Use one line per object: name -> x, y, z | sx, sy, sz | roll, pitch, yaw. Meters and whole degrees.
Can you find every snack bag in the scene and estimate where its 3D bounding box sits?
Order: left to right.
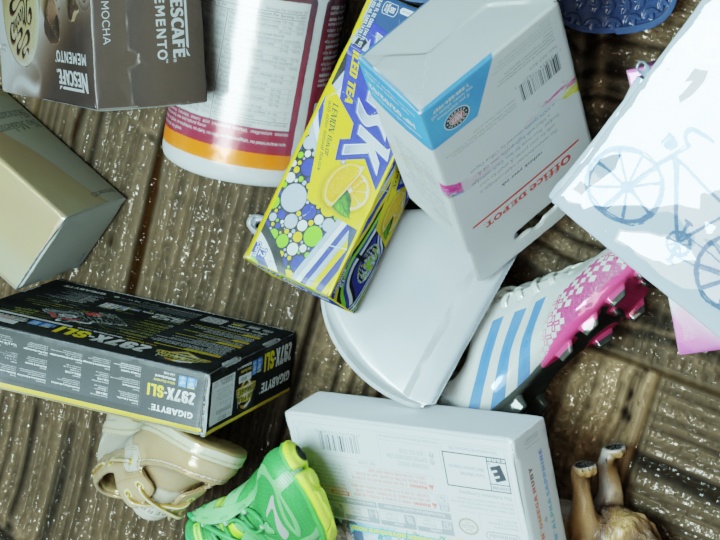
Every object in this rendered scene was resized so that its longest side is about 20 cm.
snack bag -> 0.242, -0.064, 1.403 | 0.188, 0.021, 0.200 | 39, 112, 12

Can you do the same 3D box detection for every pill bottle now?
pill bottle -> -0.067, -0.165, 1.527 | 0.109, 0.110, 0.201 | 15, 104, 17

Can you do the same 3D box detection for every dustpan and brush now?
dustpan and brush -> 0.000, 0.000, 1.557 | 0.199, 0.057, 0.140 | 27, 81, 17

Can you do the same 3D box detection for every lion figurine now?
lion figurine -> 0.127, 0.181, 1.547 | 0.199, 0.072, 0.123 | 6, 110, 34

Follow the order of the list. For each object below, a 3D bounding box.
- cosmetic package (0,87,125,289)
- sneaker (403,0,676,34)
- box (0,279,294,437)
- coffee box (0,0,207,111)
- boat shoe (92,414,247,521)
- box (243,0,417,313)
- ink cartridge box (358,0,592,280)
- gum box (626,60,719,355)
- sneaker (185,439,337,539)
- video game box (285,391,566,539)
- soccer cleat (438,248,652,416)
cosmetic package -> -0.278, -0.083, 1.626 | 0.200, 0.105, 0.071 | 40, 110, 8
sneaker -> 0.107, -0.198, 1.484 | 0.199, 0.078, 0.071 | 8, 101, -3
box -> -0.165, 0.058, 1.577 | 0.199, 0.160, 0.050 | 12, 104, 17
coffee box -> -0.179, -0.172, 1.525 | 0.200, 0.079, 0.114 | 18, 112, 62
boat shoe -> -0.137, 0.142, 1.574 | 0.073, 0.200, 0.069 | 22, 81, -20
box -> 0.002, -0.079, 1.505 | 0.070, 0.064, 0.201 | 24, 86, 19
ink cartridge box -> 0.080, -0.095, 1.446 | 0.115, 0.200, 0.068 | -39, 57, -11
gum box -> 0.248, -0.055, 1.451 | 0.113, 0.066, 0.201 | -9, 96, 23
sneaker -> -0.074, 0.182, 1.558 | 0.074, 0.083, 0.200 | 61, 152, 17
video game box -> 0.051, 0.180, 1.529 | 0.199, 0.047, 0.183 | 5, 112, 40
soccer cleat -> 0.121, 0.031, 1.515 | 0.200, 0.070, 0.086 | -47, 66, 17
